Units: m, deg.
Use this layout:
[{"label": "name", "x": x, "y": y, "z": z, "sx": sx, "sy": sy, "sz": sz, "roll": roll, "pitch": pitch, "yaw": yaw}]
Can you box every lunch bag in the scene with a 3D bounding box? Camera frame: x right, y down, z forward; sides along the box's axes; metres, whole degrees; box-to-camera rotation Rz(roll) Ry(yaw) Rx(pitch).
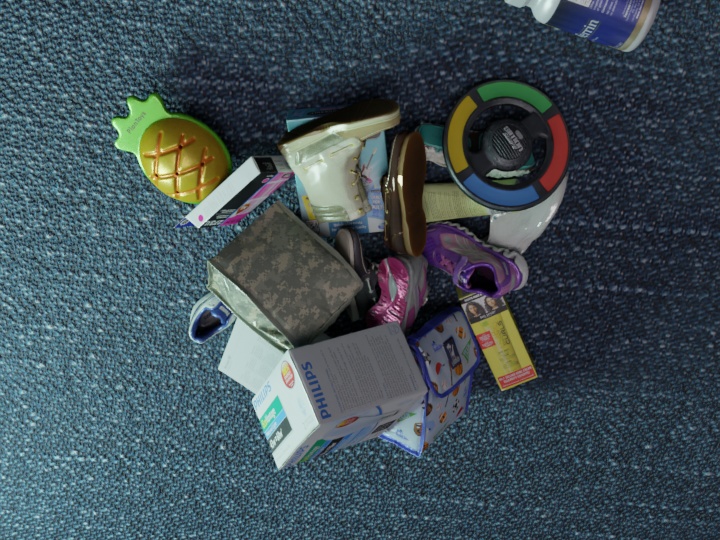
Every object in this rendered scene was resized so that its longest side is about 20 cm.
[{"label": "lunch bag", "x": 0.115, "y": 0.177, "z": 1.643, "sx": 0.122, "sy": 0.169, "sz": 0.204, "roll": 20, "pitch": 120, "yaw": 28}, {"label": "lunch bag", "x": -0.115, "y": 0.022, "z": 1.532, "sx": 0.199, "sy": 0.164, "sz": 0.118, "roll": 41, "pitch": 154, "yaw": 13}]

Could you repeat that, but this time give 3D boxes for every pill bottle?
[{"label": "pill bottle", "x": 0.307, "y": -0.390, "z": 1.372, "sx": 0.196, "sy": 0.116, "sz": 0.117, "roll": 17, "pitch": 118, "yaw": -6}]

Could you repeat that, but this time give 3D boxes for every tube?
[{"label": "tube", "x": 0.156, "y": -0.113, "z": 1.555, "sx": 0.196, "sy": 0.052, "sz": 0.059, "roll": -4, "pitch": 79, "yaw": 24}]

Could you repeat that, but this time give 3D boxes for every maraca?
[{"label": "maraca", "x": -0.286, "y": -0.184, "z": 1.506, "sx": 0.199, "sy": 0.108, "sz": 0.137, "roll": 38, "pitch": 114, "yaw": -17}]

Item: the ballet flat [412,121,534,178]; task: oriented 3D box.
[{"label": "ballet flat", "x": 0.170, "y": -0.181, "z": 1.528, "sx": 0.196, "sy": 0.072, "sz": 0.073, "roll": 14, "pitch": 119, "yaw": -4}]

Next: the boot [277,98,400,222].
[{"label": "boot", "x": -0.009, "y": -0.160, "z": 1.474, "sx": 0.197, "sy": 0.072, "sz": 0.157, "roll": -16, "pitch": 116, "yaw": 21}]

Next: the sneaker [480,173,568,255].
[{"label": "sneaker", "x": 0.249, "y": -0.088, "z": 1.568, "sx": 0.088, "sy": 0.075, "sz": 0.201, "roll": 33, "pitch": 116, "yaw": -3}]

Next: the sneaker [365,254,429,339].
[{"label": "sneaker", "x": 0.071, "y": 0.050, "z": 1.610, "sx": 0.081, "sy": 0.088, "sz": 0.202, "roll": 38, "pitch": 137, "yaw": 25}]

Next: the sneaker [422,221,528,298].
[{"label": "sneaker", "x": 0.164, "y": -0.011, "z": 1.567, "sx": 0.197, "sy": 0.088, "sz": 0.082, "roll": 23, "pitch": 129, "yaw": 22}]

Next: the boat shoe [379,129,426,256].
[{"label": "boat shoe", "x": 0.059, "y": -0.118, "z": 1.504, "sx": 0.069, "sy": 0.070, "sz": 0.204, "roll": 18, "pitch": 121, "yaw": 33}]

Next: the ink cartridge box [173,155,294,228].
[{"label": "ink cartridge box", "x": -0.196, "y": -0.111, "z": 1.531, "sx": 0.199, "sy": 0.094, "sz": 0.038, "roll": -34, "pitch": 78, "yaw": 32}]

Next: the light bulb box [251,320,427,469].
[{"label": "light bulb box", "x": -0.036, "y": 0.193, "z": 1.525, "sx": 0.197, "sy": 0.126, "sz": 0.199, "roll": -13, "pitch": 157, "yaw": -31}]

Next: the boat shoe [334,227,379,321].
[{"label": "boat shoe", "x": 0.000, "y": 0.000, "z": 1.606, "sx": 0.062, "sy": 0.073, "sz": 0.202, "roll": -18, "pitch": 139, "yaw": -12}]

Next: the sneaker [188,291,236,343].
[{"label": "sneaker", "x": -0.210, "y": 0.049, "z": 1.642, "sx": 0.075, "sy": 0.089, "sz": 0.200, "roll": 39, "pitch": 112, "yaw": -16}]

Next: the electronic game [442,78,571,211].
[{"label": "electronic game", "x": 0.219, "y": -0.188, "z": 1.473, "sx": 0.195, "sy": 0.042, "sz": 0.205, "roll": 1, "pitch": 80, "yaw": -5}]

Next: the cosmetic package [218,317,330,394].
[{"label": "cosmetic package", "x": -0.148, "y": 0.140, "z": 1.650, "sx": 0.149, "sy": 0.052, "sz": 0.201, "roll": 31, "pitch": 139, "yaw": 1}]

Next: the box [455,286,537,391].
[{"label": "box", "x": 0.233, "y": 0.105, "z": 1.679, "sx": 0.074, "sy": 0.050, "sz": 0.202, "roll": -21, "pitch": 116, "yaw": 11}]

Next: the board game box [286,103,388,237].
[{"label": "board game box", "x": -0.028, "y": -0.156, "z": 1.548, "sx": 0.148, "sy": 0.047, "sz": 0.204, "roll": -5, "pitch": 118, "yaw": 4}]
